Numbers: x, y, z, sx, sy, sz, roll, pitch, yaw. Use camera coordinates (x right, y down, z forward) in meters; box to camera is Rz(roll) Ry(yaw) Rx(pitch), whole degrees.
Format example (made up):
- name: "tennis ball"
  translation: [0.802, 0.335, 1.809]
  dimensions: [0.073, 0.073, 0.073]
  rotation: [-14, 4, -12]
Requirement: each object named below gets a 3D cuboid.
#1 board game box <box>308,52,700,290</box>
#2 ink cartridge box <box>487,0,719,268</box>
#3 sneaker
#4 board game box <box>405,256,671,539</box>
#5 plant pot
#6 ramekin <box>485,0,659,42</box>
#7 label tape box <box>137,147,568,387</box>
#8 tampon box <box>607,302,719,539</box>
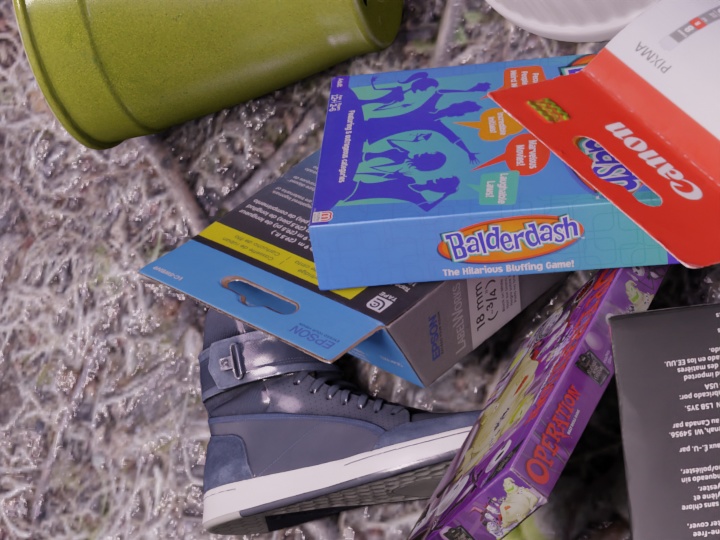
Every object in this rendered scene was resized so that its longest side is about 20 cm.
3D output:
- name: "board game box"
  translation: [0.079, -0.056, 1.228]
  dimensions: [0.200, 0.045, 0.152]
  rotation: [-4, 35, 7]
- name: "ink cartridge box"
  translation: [0.190, -0.084, 1.170]
  dimensions: [0.162, 0.200, 0.050]
  rotation: [45, 134, 35]
- name: "sneaker"
  translation: [-0.009, 0.062, 1.306]
  dimensions: [0.202, 0.077, 0.147]
  rotation: [-14, 69, 29]
- name: "board game box"
  translation: [0.088, 0.073, 1.171]
  dimensions: [0.120, 0.032, 0.200]
  rotation: [-41, 9, 43]
- name: "plant pot"
  translation: [-0.081, -0.182, 1.383]
  dimensions: [0.192, 0.200, 0.201]
  rotation: [-6, 70, 17]
- name: "ramekin"
  translation: [0.128, -0.239, 1.316]
  dimensions: [0.202, 0.094, 0.203]
  rotation: [-11, 68, 28]
- name: "label tape box"
  translation: [0.000, 0.000, 1.262]
  dimensions: [0.144, 0.063, 0.200]
  rotation: [23, 45, 35]
- name: "tampon box"
  translation: [0.195, 0.129, 1.095]
  dimensions: [0.126, 0.150, 0.200]
  rotation: [-7, 69, 11]
